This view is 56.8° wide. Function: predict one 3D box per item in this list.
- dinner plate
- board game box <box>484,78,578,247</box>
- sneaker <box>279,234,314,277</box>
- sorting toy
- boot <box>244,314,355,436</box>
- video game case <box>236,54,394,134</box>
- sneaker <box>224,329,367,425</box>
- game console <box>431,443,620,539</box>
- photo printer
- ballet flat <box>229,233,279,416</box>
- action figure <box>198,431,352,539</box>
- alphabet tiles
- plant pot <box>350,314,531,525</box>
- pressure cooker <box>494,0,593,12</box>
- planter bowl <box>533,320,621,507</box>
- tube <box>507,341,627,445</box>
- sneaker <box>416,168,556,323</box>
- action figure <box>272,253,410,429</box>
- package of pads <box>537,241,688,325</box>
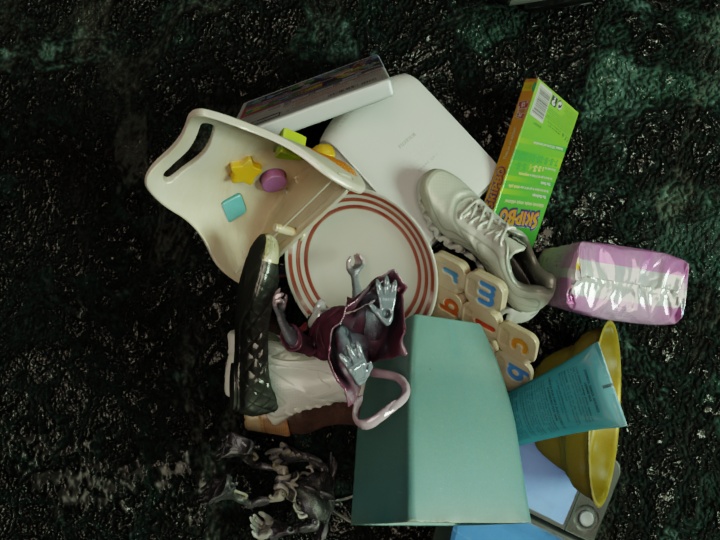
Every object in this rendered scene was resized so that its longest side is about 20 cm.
[{"bbox_3d":[0.000,0.000,0.788,0.194,0.024,0.207,9,114,19],"label":"dinner plate"},{"bbox_3d":[0.205,-0.118,0.820,0.030,0.094,0.206,15,86,50],"label":"board game box"},{"bbox_3d":[-0.055,-0.039,0.846,0.195,0.078,0.077,-23,86,5],"label":"sneaker"},{"bbox_3d":[-0.126,-0.096,0.713,0.199,0.177,0.109,-38,48,32],"label":"sorting toy"},{"bbox_3d":[-0.072,0.106,0.860,0.160,0.072,0.207,-4,86,-6],"label":"boot"},{"bbox_3d":[-0.060,-0.207,0.810,0.194,0.183,0.024,-19,116,6],"label":"video game case"},{"bbox_3d":[-0.071,0.138,0.793,0.194,0.078,0.103,15,95,5],"label":"sneaker"},{"bbox_3d":[0.201,0.278,0.787,0.195,0.116,0.180,24,90,6],"label":"game console"},{"bbox_3d":[0.056,-0.137,0.821,0.166,0.070,0.201,-40,84,-21],"label":"photo printer"},{"bbox_3d":[-0.109,0.060,0.729,0.055,0.066,0.207,3,105,-22],"label":"ballet flat"},{"bbox_3d":[-0.098,0.270,0.828,0.198,0.101,0.122,32,57,-31],"label":"action figure"},{"bbox_3d":[0.118,0.078,0.780,0.193,0.014,0.205,29,134,34],"label":"alphabet tiles"},{"bbox_3d":[0.077,0.161,0.708,0.137,0.141,0.207,9,68,-23],"label":"plant pot"},{"bbox_3d":[0.250,-0.410,0.780,0.193,0.179,0.182,-3,84,6],"label":"pressure cooker"},{"bbox_3d":[0.245,0.158,0.771,0.081,0.198,0.208,2,87,31],"label":"planter bowl"},{"bbox_3d":[0.187,0.145,0.697,0.049,0.200,0.080,-8,71,-33],"label":"tube"},{"bbox_3d":[0.141,-0.038,0.733,0.075,0.081,0.201,-39,85,-18],"label":"sneaker"},{"bbox_3d":[-0.012,0.066,0.706,0.131,0.199,0.153,-25,92,-24],"label":"action figure"},{"bbox_3d":[0.269,0.014,0.748,0.116,0.200,0.078,11,91,4],"label":"package of pads"}]
